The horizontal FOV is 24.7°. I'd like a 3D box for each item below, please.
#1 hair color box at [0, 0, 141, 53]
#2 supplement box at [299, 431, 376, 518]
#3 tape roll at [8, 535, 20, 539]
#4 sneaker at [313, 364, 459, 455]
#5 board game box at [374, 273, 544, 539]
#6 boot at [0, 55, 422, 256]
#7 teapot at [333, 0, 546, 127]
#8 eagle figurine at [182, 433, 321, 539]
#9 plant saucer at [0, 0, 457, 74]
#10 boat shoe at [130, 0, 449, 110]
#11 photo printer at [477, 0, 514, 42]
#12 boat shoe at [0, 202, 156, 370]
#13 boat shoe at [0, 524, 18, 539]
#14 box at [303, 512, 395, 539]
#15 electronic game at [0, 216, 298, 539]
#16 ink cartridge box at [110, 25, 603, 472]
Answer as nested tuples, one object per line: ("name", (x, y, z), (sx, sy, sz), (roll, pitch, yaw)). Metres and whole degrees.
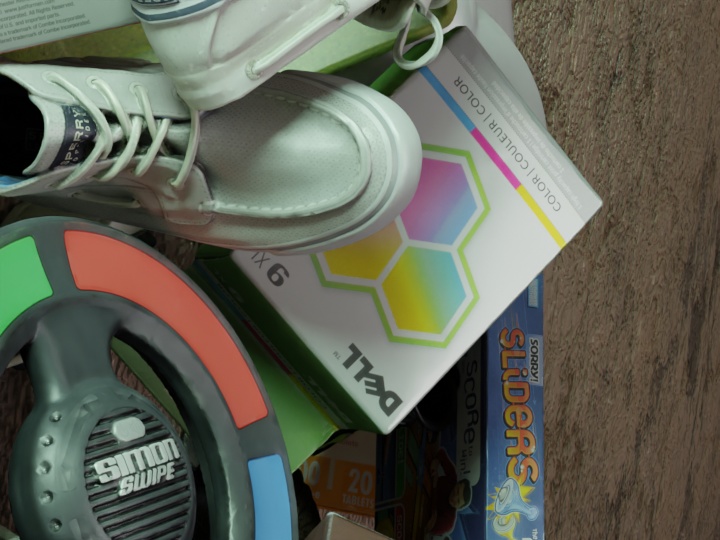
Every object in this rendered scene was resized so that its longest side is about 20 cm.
("hair color box", (-0.139, -0.174, 0.548), (0.061, 0.101, 0.201), (-114, -166, -54))
("supplement box", (0.024, 0.049, 1.004), (0.073, 0.125, 0.202), (15, 82, -67))
("tape roll", (-0.144, 0.188, 0.637), (0.202, 0.037, 0.204), (-36, 146, -29))
("sneaker", (0.005, 0.063, 0.843), (0.072, 0.083, 0.200), (-46, 169, -26))
("board game box", (0.049, 0.110, 0.866), (0.135, 0.034, 0.202), (152, -57, -63))
("boot", (-0.084, -0.043, 0.611), (0.095, 0.199, 0.074), (-5, 98, -64))
("teapot", (0.007, -0.088, 0.864), (0.197, 0.199, 0.147), (47, 40, -47))
("eagle figurine", (-0.055, 0.183, 0.858), (0.150, 0.151, 0.202), (3, 99, -48))
("plant saucer", (-0.074, -0.151, 0.677), (0.201, 0.199, 0.048), (70, -3, -49))
("boat shoe", (0.006, -0.117, 0.606), (0.202, 0.074, 0.087), (-39, 126, -31))
("photo printer", (0.050, -0.137, 1.083), (0.167, 0.069, 0.201), (-57, 146, -47))
("boat shoe", (-0.140, 0.010, 0.666), (0.200, 0.073, 0.061), (-37, 126, -71))
("boat shoe", (-0.154, 0.155, 0.679), (0.200, 0.066, 0.057), (72, 29, -53))
("box", (-0.019, 0.194, 0.711), (0.200, 0.100, 0.075), (-52, -161, 43))
("electronic game", (-0.089, 0.078, 0.583), (0.200, 0.041, 0.201), (30, 50, -44))
("ink cartridge box", (0.000, 0.000, 0.711), (0.200, 0.059, 0.104), (-44, 104, -16))
